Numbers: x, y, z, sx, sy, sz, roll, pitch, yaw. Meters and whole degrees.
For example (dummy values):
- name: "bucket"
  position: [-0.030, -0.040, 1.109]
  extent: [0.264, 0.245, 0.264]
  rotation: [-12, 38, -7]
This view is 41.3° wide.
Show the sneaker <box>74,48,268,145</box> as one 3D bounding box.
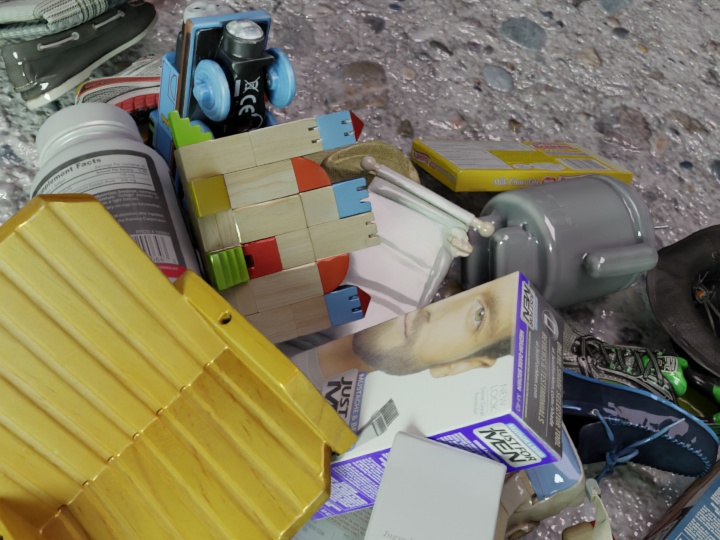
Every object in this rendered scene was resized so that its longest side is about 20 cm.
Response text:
- name: "sneaker"
  position: [-0.162, -0.168, 0.863]
  extent: [0.200, 0.078, 0.082]
  rotation: [-22, 58, -29]

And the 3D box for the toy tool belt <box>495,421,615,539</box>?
- name: "toy tool belt"
  position: [0.091, 0.147, 0.679]
  extent: [0.123, 0.125, 0.200]
  rotation: [-20, 59, -1]

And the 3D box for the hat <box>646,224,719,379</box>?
- name: "hat"
  position: [0.353, 0.052, 0.901]
  extent: [0.200, 0.081, 0.201]
  rotation: [6, 50, -7]

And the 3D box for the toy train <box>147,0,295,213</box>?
- name: "toy train"
  position: [-0.118, -0.123, 0.774]
  extent: [0.087, 0.200, 0.114]
  rotation: [-19, 52, -32]

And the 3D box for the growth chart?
- name: "growth chart"
  position: [0.000, 0.000, 0.767]
  extent: [0.145, 0.018, 0.200]
  rotation: [34, 71, 4]

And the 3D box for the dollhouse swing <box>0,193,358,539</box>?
- name: "dollhouse swing"
  position: [-0.142, 0.089, 0.546]
  extent: [0.200, 0.176, 0.182]
  rotation: [-44, 57, -12]

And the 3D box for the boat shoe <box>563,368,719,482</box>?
- name: "boat shoe"
  position: [0.182, 0.132, 0.773]
  extent: [0.200, 0.084, 0.069]
  rotation: [15, 48, 17]

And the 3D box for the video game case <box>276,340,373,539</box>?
- name: "video game case"
  position: [-0.013, 0.143, 0.717]
  extent: [0.200, 0.023, 0.182]
  rotation: [31, 49, 5]

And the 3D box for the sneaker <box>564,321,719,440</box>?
- name: "sneaker"
  position: [0.230, 0.086, 0.818]
  extent: [0.200, 0.085, 0.078]
  rotation: [25, 48, 0]

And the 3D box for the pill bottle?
- name: "pill bottle"
  position: [-0.187, -0.029, 0.724]
  extent: [0.111, 0.111, 0.200]
  rotation: [-6, 56, -26]

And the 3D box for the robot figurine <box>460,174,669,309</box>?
- name: "robot figurine"
  position: [0.185, -0.025, 0.869]
  extent: [0.200, 0.113, 0.170]
  rotation: [-13, 25, -30]

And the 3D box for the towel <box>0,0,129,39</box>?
- name: "towel"
  position: [-0.259, -0.247, 0.845]
  extent: [0.200, 0.035, 0.193]
  rotation: [6, 34, 39]

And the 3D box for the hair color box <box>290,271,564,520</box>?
- name: "hair color box"
  position: [0.033, 0.087, 0.633]
  extent: [0.065, 0.200, 0.109]
  rotation: [45, 39, -33]

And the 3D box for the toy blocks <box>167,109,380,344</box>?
- name: "toy blocks"
  position: [-0.051, -0.030, 0.705]
  extent: [0.137, 0.100, 0.200]
  rotation: [-15, 97, -14]

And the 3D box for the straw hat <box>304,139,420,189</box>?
- name: "straw hat"
  position: [0.004, -0.070, 0.850]
  extent: [0.201, 0.085, 0.201]
  rotation: [11, 51, -14]

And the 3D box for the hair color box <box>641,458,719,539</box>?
- name: "hair color box"
  position: [0.252, 0.210, 0.718]
  extent: [0.200, 0.100, 0.061]
  rotation: [-30, 68, -38]

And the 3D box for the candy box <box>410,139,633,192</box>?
- name: "candy box"
  position: [0.160, -0.104, 0.954]
  extent: [0.200, 0.026, 0.102]
  rotation: [-2, 22, -23]

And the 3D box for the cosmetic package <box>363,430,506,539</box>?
- name: "cosmetic package"
  position: [0.023, 0.199, 0.516]
  extent: [0.074, 0.102, 0.200]
  rotation: [16, 43, 6]

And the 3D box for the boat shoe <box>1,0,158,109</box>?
- name: "boat shoe"
  position: [-0.246, -0.214, 0.858]
  extent: [0.057, 0.067, 0.200]
  rotation: [64, 33, -27]
